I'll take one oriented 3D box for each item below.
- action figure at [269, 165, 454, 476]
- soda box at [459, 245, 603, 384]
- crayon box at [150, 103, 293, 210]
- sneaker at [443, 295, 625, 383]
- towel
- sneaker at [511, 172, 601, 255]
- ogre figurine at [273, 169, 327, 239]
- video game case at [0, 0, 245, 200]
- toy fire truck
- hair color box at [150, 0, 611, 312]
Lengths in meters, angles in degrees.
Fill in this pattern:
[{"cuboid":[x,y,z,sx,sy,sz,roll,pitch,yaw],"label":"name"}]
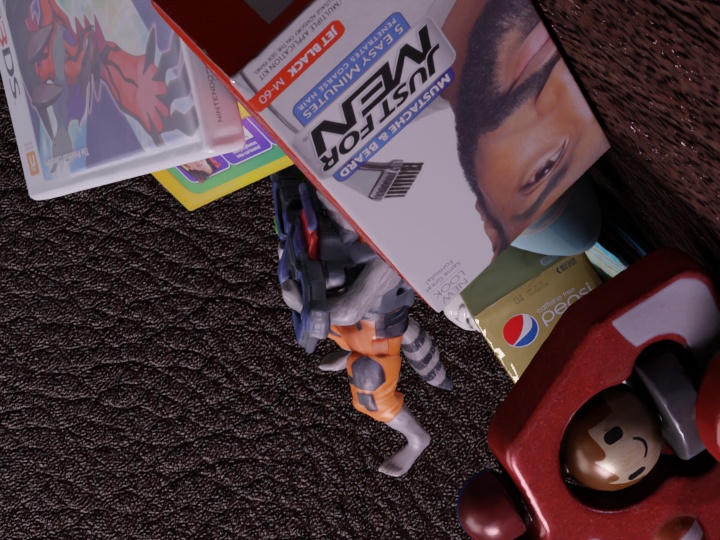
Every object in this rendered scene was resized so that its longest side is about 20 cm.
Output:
[{"cuboid":[0.000,0.000,1.043,0.200,0.104,0.194,-103,6,-49],"label":"action figure"},{"cuboid":[0.079,-0.014,0.929,0.064,0.068,0.200,55,-175,-28],"label":"soda box"},{"cuboid":[-0.057,-0.112,0.822,0.200,0.058,0.119,-19,122,46],"label":"crayon box"},{"cuboid":[0.097,0.015,1.053,0.200,0.081,0.076,41,175,30],"label":"sneaker"},{"cuboid":[0.175,0.028,0.960,0.147,0.022,0.200,47,180,18],"label":"towel"},{"cuboid":[0.051,-0.068,0.859,0.082,0.074,0.200,37,-168,-48],"label":"sneaker"},{"cuboid":[0.011,-0.068,1.203,0.119,0.099,0.200,15,-169,1],"label":"ogre figurine"},{"cuboid":[-0.124,-0.130,0.735,0.200,0.023,0.183,-7,97,58],"label":"video game case"},{"cuboid":[0.134,0.099,0.752,0.200,0.168,0.112,60,173,-28],"label":"toy fire truck"},{"cuboid":[0.017,-0.077,0.666,0.064,0.111,0.200,46,180,34],"label":"hair color box"}]
